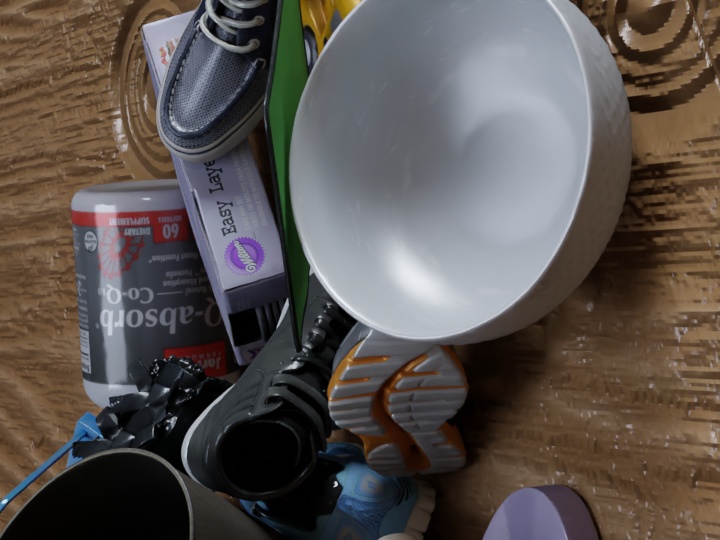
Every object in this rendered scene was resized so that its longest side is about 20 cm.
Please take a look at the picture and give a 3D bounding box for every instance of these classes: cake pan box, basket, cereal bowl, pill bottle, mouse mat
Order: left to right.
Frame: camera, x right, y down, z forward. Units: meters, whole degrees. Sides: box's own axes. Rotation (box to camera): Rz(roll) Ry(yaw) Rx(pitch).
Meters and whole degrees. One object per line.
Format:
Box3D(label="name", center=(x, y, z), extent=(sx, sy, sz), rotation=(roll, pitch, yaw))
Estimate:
Box3D(label="pill bottle", center=(-0.145, 0.038, 1.849), extent=(0.116, 0.116, 0.201), rotation=(-168, 73, -66))
Box3D(label="basket", center=(-0.102, 0.202, 1.521), extent=(0.180, 0.200, 0.136), rotation=(-43, 54, 18))
Box3D(label="cake pan box", center=(-0.091, -0.048, 1.692), extent=(0.184, 0.052, 0.200), rotation=(82, 171, -72))
Box3D(label="mouse mat", center=(-0.038, -0.072, 1.426), extent=(0.200, 0.008, 0.161), rotation=(-88, -7, -55))
Box3D(label="cereal bowl", center=(0.062, -0.057, 1.336), extent=(0.200, 0.083, 0.201), rotation=(-9, 75, 37))

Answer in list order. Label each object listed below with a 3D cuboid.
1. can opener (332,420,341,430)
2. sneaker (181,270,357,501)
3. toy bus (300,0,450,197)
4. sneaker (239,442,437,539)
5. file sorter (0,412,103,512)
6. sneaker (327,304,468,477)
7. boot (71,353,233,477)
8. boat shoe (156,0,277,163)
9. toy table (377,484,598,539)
Box3D(label="can opener", center=(0.000, 0.000, 1.601), extent=(0.066, 0.053, 0.201), rotation=(-29, -60, -77))
Box3D(label="sneaker", center=(-0.025, 0.061, 1.523), extent=(0.200, 0.071, 0.099), rotation=(-50, 17, 0))
Box3D(label="toy bus", center=(0.023, -0.099, 1.491), extent=(0.078, 0.065, 0.200), rotation=(110, 147, -45))
Box3D(label="sneaker", center=(-0.031, 0.134, 1.605), extent=(0.200, 0.090, 0.079), rotation=(1, 68, 63))
Box3D(label="file sorter", center=(-0.159, 0.227, 1.788), extent=(0.200, 0.123, 0.139), rotation=(33, 133, 16))
Box3D(label="sneaker", center=(0.022, 0.055, 1.457), extent=(0.200, 0.078, 0.077), rotation=(84, -175, -68))
Box3D(label="boot", center=(-0.126, 0.158, 1.641), extent=(0.073, 0.163, 0.198), rotation=(21, 154, 32))
Box3D(label="boat shoe", center=(-0.074, -0.164, 1.566), extent=(0.200, 0.075, 0.093), rotation=(-62, -18, -1))
Box3D(label="toy table", center=(0.051, 0.212, 1.415), extent=(0.184, 0.117, 0.200), rotation=(-134, 44, -57))
